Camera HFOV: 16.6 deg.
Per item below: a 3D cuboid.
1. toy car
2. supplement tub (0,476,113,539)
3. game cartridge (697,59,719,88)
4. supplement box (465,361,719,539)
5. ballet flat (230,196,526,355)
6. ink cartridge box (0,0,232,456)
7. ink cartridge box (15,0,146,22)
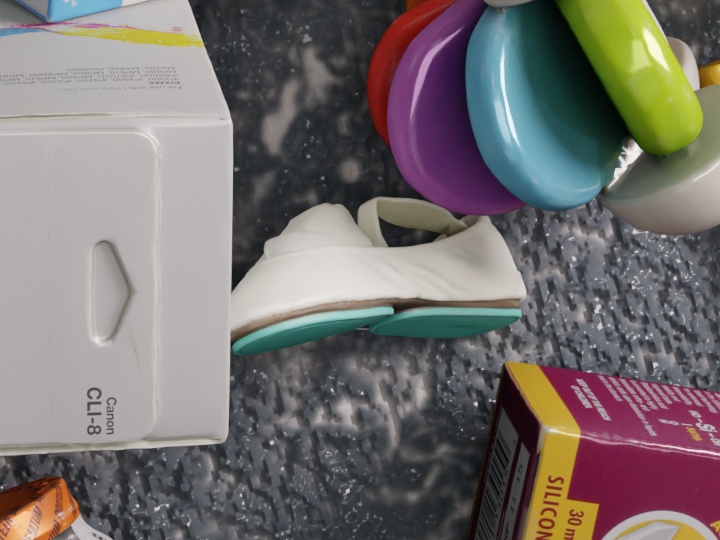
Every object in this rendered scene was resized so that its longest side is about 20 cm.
[{"bbox_3d":[0.075,-0.091,1.094,0.149,0.200,0.176,-33,113,-1],"label":"toy car"},{"bbox_3d":[-0.137,0.202,1.105,0.122,0.123,0.201,-23,96,-8],"label":"supplement tub"},{"bbox_3d":[0.273,-0.032,1.212,0.175,0.032,0.202,-20,95,-8],"label":"game cartridge"},{"bbox_3d":[0.155,0.130,1.150,0.198,0.103,0.132,8,104,-10],"label":"supplement box"},{"bbox_3d":[0.000,0.000,1.114,0.199,0.069,0.070,-3,94,-50],"label":"ballet flat"},{"bbox_3d":[-0.134,-0.031,1.038,0.143,0.200,0.147,-3,114,-10],"label":"ink cartridge box"},{"bbox_3d":[-0.072,-0.189,1.070,0.199,0.068,0.116,-19,129,-41],"label":"ink cartridge box"}]
